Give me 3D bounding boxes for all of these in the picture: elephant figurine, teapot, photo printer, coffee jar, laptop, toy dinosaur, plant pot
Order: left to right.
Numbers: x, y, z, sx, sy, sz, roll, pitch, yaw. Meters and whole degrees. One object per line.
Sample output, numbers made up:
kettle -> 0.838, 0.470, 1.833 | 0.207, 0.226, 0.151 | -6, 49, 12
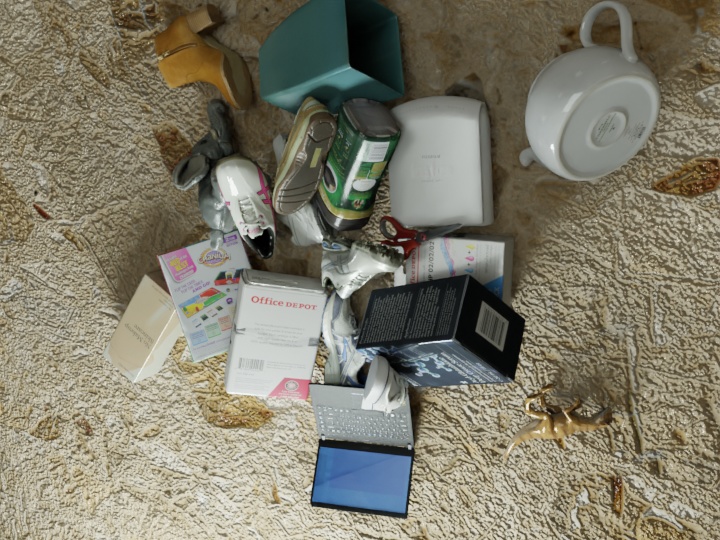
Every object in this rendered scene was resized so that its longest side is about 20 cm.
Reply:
elephant figurine -> -0.250, -0.171, 1.408 | 0.200, 0.155, 0.142 | 45, 156, 31
plant pot -> -0.057, -0.326, 1.265 | 0.199, 0.141, 0.142 | -13, 74, 35
coffee jar -> -0.008, -0.161, 1.275 | 0.104, 0.085, 0.200 | 63, 147, 36
laptop -> -0.004, 0.301, 1.368 | 0.177, 0.103, 0.201 | 3, 124, 15
photo printer -> 0.122, -0.169, 1.264 | 0.166, 0.069, 0.201 | 1, 100, 24
toy dinosaur -> 0.288, 0.240, 1.269 | 0.199, 0.060, 0.107 | -21, 92, 25
teapot -> 0.306, -0.236, 1.131 | 0.200, 0.198, 0.146 | -33, 47, 4

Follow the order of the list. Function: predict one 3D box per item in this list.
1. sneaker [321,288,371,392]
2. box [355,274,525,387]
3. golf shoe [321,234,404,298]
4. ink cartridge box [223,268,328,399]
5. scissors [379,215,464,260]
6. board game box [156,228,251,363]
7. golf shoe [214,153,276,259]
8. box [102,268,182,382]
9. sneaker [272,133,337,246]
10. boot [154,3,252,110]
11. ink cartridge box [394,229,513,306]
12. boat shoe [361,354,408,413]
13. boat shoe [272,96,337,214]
sneaker -> -0.013, 0.120, 1.379 | 0.085, 0.077, 0.201 | 4, 110, 18
box -> 0.119, 0.096, 1.223 | 0.200, 0.148, 0.107 | -11, 53, 46
golf shoe -> 0.000, 0.000, 1.278 | 0.200, 0.078, 0.098 | 11, 88, 61
ink cartridge box -> -0.147, 0.108, 1.389 | 0.145, 0.085, 0.201 | 8, 107, -15
scissors -> 0.092, -0.044, 1.230 | 0.200, 0.014, 0.073 | 9, 111, 52
board game box -> -0.255, 0.044, 1.442 | 0.153, 0.040, 0.201 | -18, 92, -7
golf shoe -> -0.172, -0.101, 1.291 | 0.072, 0.200, 0.092 | -21, 53, 0
box -> -0.393, 0.103, 1.532 | 0.095, 0.078, 0.200 | 37, 111, 13
sneaker -> -0.119, -0.129, 1.375 | 0.099, 0.078, 0.201 | -19, 90, 29
boot -> -0.278, -0.346, 1.417 | 0.144, 0.071, 0.202 | -24, 86, 31
ink cartridge box -> 0.136, -0.001, 1.288 | 0.199, 0.068, 0.116 | 5, 101, 23
boat shoe -> 0.040, 0.182, 1.240 | 0.065, 0.200, 0.072 | 13, 67, 1
boat shoe -> -0.095, -0.180, 1.278 | 0.076, 0.071, 0.200 | 59, 134, 34
